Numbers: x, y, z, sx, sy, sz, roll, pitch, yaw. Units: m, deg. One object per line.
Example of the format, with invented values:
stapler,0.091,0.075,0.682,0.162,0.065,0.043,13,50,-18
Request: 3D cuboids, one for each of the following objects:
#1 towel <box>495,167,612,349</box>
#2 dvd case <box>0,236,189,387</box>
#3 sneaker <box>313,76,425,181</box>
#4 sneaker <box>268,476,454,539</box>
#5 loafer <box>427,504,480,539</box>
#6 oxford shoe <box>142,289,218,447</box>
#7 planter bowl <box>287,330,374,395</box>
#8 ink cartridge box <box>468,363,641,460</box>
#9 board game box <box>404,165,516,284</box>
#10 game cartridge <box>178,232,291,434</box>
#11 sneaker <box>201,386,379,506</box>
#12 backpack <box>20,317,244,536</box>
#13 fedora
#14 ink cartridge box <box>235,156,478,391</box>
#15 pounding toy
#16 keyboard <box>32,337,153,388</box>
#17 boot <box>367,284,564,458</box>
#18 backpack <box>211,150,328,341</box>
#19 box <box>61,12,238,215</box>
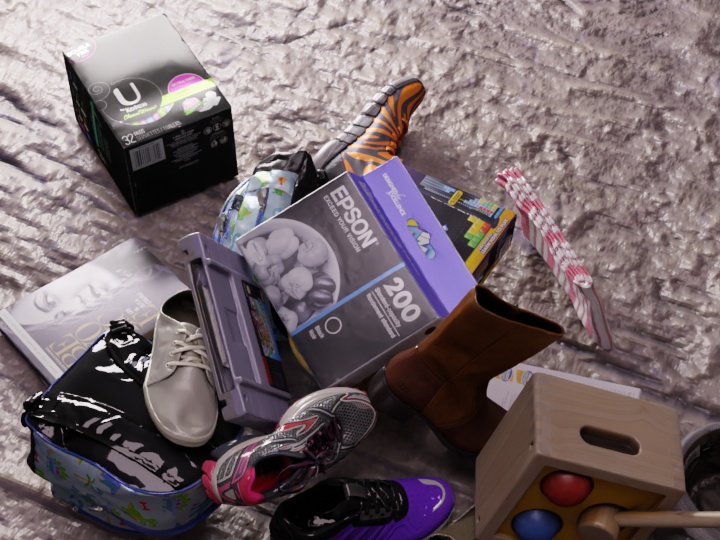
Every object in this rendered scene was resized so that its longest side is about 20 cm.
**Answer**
towel,0.222,-0.012,1.802,0.030,0.146,0.200,-30,53,1
dvd case,-0.304,0.047,1.829,0.200,0.016,0.149,-32,50,-23
sneaker,0.038,-0.149,1.970,0.112,0.078,0.200,35,69,22
sneaker,0.003,0.244,1.613,0.200,0.100,0.070,-14,53,-10
loafer,0.106,0.290,1.594,0.075,0.070,0.200,33,58,25
oxford shoe,-0.177,0.093,1.597,0.075,0.058,0.200,12,40,-17
planter bowl,0.018,0.089,1.750,0.200,0.084,0.201,2,46,-2
ink cartridge box,0.196,0.164,1.719,0.199,0.042,0.120,13,52,8
board game box,0.057,-0.020,1.762,0.165,0.057,0.200,25,49,16
game cartridge,-0.125,0.067,1.642,0.038,0.130,0.200,-23,70,19
sneaker,-0.058,0.183,1.575,0.200,0.081,0.075,-29,18,-31
backpack,-0.223,0.181,1.639,0.200,0.147,0.183,26,49,20
fedora,0.397,0.247,1.611,0.177,0.090,0.200,-26,46,-22
ink cartridge box,0.000,0.000,1.669,0.200,0.043,0.198,-32,71,0
pounding toy,0.237,0.214,1.550,0.200,0.184,0.142,16,46,-11
keyboard,-0.276,0.079,1.817,0.200,0.011,0.056,-31,56,-22
boot,0.134,0.100,1.591,0.188,0.200,0.069,30,42,-19
backpack,-0.104,-0.012,1.809,0.153,0.163,0.200,-6,56,7
box,-0.262,-0.196,1.973,0.148,0.124,0.200,-23,53,-18
